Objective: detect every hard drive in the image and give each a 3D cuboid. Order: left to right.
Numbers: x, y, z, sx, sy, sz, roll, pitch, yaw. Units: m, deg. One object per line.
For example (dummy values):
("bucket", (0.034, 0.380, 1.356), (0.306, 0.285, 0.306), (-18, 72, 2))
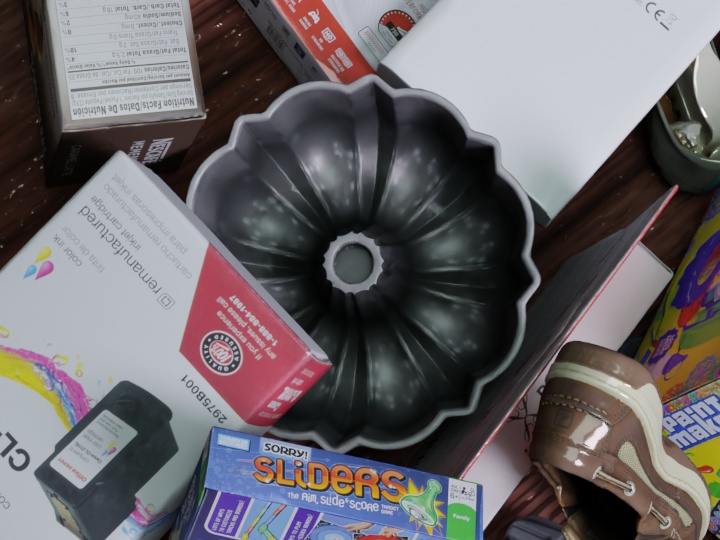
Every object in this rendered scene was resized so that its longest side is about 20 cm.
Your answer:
("hard drive", (0.121, -0.140, 0.966), (0.132, 0.027, 0.200), (42, 72, 4))

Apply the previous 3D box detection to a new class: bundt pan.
("bundt pan", (0.000, 0.000, 0.919), (0.199, 0.076, 0.205), (-1, 84, 6))

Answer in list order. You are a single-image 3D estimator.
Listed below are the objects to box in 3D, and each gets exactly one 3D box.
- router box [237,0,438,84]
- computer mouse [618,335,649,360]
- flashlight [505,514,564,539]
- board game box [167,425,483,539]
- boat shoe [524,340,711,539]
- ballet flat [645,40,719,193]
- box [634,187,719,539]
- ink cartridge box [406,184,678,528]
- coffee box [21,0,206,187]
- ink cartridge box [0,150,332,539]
("router box", (-0.004, -0.219, 0.998), (0.179, 0.049, 0.201), (-37, 89, -18))
("computer mouse", (0.208, 0.132, 0.979), (0.198, 0.046, 0.142), (23, 65, -19))
("flashlight", (0.164, 0.199, 0.895), (0.198, 0.069, 0.068), (22, 35, 25))
("board game box", (-0.033, 0.157, 0.835), (0.134, 0.201, 0.035), (13, 50, -11))
("boat shoe", (0.126, 0.115, 0.854), (0.074, 0.203, 0.075), (13, 65, 33))
("ballet flat", (0.193, -0.149, 1.026), (0.067, 0.064, 0.202), (-14, 82, -16))
("box", (0.272, 0.060, 0.938), (0.192, 0.122, 0.201), (40, 57, -9))
("ink cartridge box", (0.099, 0.061, 0.898), (0.045, 0.176, 0.201), (40, 72, -2))
("coffee box", (-0.145, -0.160, 0.918), (0.079, 0.114, 0.203), (-7, 81, -16))
("ink cartridge box", (-0.136, 0.065, 0.848), (0.200, 0.083, 0.146), (-45, 83, 1))
